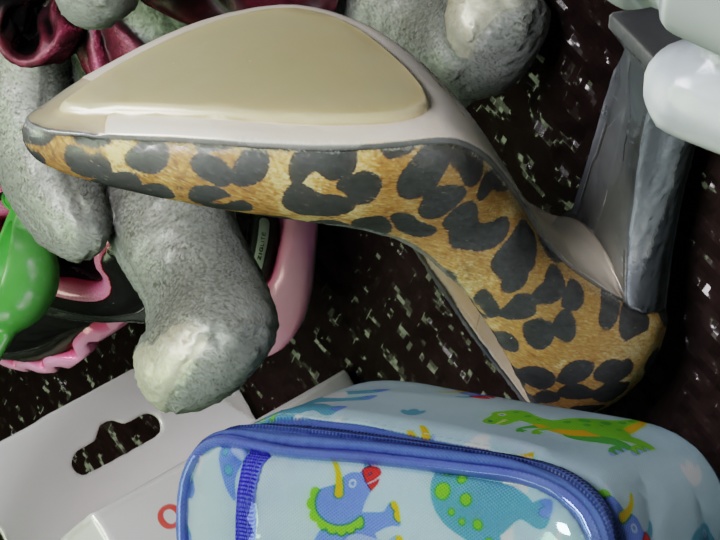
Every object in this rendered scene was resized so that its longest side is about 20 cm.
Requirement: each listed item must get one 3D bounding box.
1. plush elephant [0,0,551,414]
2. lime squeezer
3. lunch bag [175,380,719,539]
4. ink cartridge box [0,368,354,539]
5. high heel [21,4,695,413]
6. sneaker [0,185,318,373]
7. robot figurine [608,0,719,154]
[{"bbox_3d":[-0.071,-0.093,0.871,0.165,0.155,0.200,-42,56,11],"label":"plush elephant"},{"bbox_3d":[-0.133,-0.017,0.932,0.038,0.070,0.201,-89,-15,-84],"label":"lime squeezer"},{"bbox_3d":[0.023,0.137,0.851,0.160,0.082,0.201,9,105,38],"label":"lunch bag"},{"bbox_3d":[-0.029,0.116,0.996,0.201,0.116,0.067,58,144,6],"label":"ink cartridge box"},{"bbox_3d":[0.000,0.000,0.833,0.072,0.199,0.143,-118,30,-47],"label":"high heel"},{"bbox_3d":[-0.106,-0.009,1.016,0.199,0.095,0.080,-7,77,48],"label":"sneaker"},{"bbox_3d":[0.120,-0.092,0.668,0.199,0.113,0.170,26,119,11],"label":"robot figurine"}]
